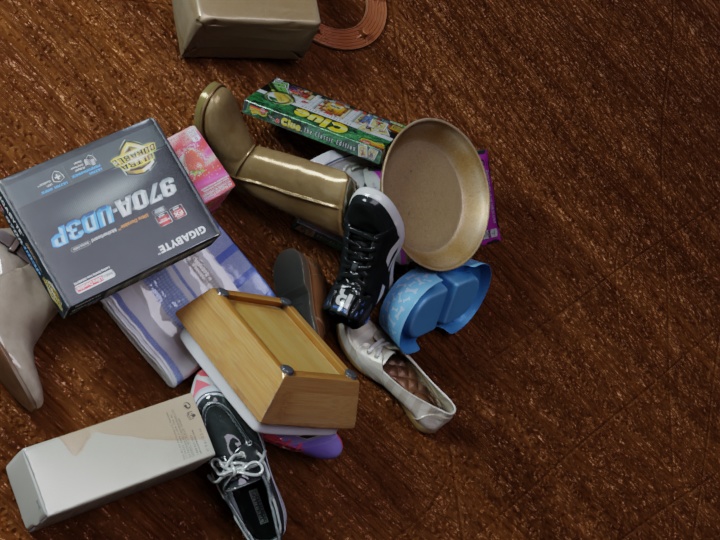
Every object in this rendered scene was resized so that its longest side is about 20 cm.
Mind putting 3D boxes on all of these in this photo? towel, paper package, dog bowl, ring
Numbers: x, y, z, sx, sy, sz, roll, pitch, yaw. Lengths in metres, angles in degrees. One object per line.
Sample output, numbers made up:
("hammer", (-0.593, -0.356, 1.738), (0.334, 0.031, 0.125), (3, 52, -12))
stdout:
("towel", (-0.209, 0.035, 1.371), (0.147, 0.024, 0.200), (52, 53, -2))
("paper package", (-0.165, -0.401, 1.534), (0.190, 0.103, 0.201), (-3, 71, -26))
("dog bowl", (0.099, 0.039, 1.490), (0.049, 0.112, 0.200), (33, 33, 27))
("ring", (-0.045, -0.424, 1.674), (0.200, 0.019, 0.201), (13, 62, -26))

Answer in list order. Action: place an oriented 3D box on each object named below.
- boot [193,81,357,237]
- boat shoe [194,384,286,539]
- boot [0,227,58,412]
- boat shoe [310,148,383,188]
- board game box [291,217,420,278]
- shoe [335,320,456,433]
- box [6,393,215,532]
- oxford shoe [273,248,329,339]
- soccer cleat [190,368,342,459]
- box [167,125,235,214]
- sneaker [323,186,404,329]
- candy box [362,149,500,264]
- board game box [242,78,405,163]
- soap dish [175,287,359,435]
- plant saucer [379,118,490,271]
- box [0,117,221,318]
("boot", (-0.100, -0.139, 1.379), (0.199, 0.175, 0.066), (21, 57, 17))
("boat shoe", (-0.140, 0.229, 1.267), (0.073, 0.068, 0.200), (-17, 97, -1))
("boot", (-0.369, 0.041, 1.247), (0.146, 0.070, 0.200), (-35, 89, -39))
("boat shoe", (-0.017, -0.126, 1.505), (0.200, 0.071, 0.070), (-22, 78, -42))
("board game box", (0.006, -0.064, 1.542), (0.199, 0.023, 0.105), (26, 56, -18))
("shoe", (0.049, 0.129, 1.462), (0.200, 0.053, 0.070), (47, 54, -4))
("box", (-0.273, 0.209, 1.213), (0.199, 0.095, 0.078), (-16, 77, -36))
("oxford shoe", (-0.064, 0.074, 1.416), (0.071, 0.071, 0.201), (19, 62, -49))
("soccer cleat", (-0.115, 0.181, 1.332), (0.200, 0.067, 0.077), (34, 44, -8))
("box", (-0.264, -0.078, 1.332), (0.200, 0.100, 0.096), (-34, 87, -31))
("sneaker", (0.000, 0.000, 1.374), (0.073, 0.200, 0.112), (20, 54, 17))
("candy box", (0.102, -0.089, 1.534), (0.200, 0.061, 0.137), (-14, 97, -42))
("board game box", (-0.047, -0.203, 1.491), (0.199, 0.024, 0.105), (22, 34, 10))
("soap dish", (-0.104, 0.103, 1.293), (0.157, 0.081, 0.200), (12, 27, -48))
("plant saucer", (0.091, -0.098, 1.459), (0.200, 0.035, 0.201), (5, 83, -41))
("box", (-0.280, -0.062, 1.233), (0.200, 0.046, 0.159), (-28, 85, -30))
